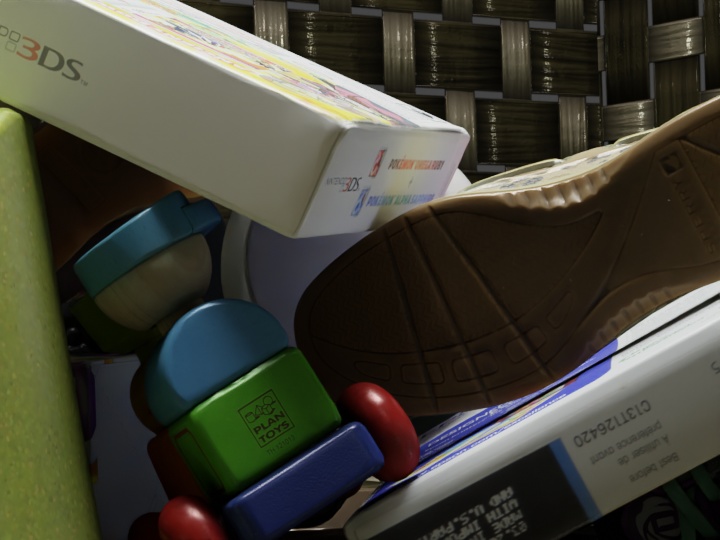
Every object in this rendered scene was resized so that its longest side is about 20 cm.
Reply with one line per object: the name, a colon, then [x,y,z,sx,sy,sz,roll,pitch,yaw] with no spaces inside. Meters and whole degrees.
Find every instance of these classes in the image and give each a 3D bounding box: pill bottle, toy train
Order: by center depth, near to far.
toy train: [-0.061,0.047,0.705,0.084,0.116,0.200,-31,-2,-18]
pill bottle: [0.000,0.000,0.890,0.119,0.120,0.200,-2,-3,0]

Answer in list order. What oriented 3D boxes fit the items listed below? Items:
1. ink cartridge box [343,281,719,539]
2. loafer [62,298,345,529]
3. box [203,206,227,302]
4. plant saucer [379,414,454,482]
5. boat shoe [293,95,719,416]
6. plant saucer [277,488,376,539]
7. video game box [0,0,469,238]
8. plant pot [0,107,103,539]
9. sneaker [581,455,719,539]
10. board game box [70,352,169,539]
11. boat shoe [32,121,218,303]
ink cartridge box: [0.099,0.043,0.718,0.197,0.047,0.200,-31,-3,8]
loafer: [-0.092,0.050,0.871,0.200,0.068,0.070,30,-12,15]
box: [-0.159,0.052,1.144,0.199,0.118,0.197,-2,-29,12]
plant saucer: [0.105,0.080,1.009,0.199,0.028,0.200,-2,-26,-1]
boat shoe: [0.074,-0.004,0.699,0.199,0.074,0.063,-21,0,14]
plant saucer: [-0.031,0.123,0.944,0.199,0.030,0.200,-1,-1,0]
video game box: [-0.074,-0.071,0.711,0.199,0.047,0.182,25,6,13]
plant pot: [-0.165,0.043,0.635,0.199,0.185,0.200,-2,-2,0]
sneaker: [0.144,0.083,0.702,0.087,0.075,0.200,-21,0,-20]
board game box: [-0.169,0.086,0.800,0.199,0.105,0.103,-3,-1,21]
boat shoe: [-0.111,-0.032,0.822,0.200,0.070,0.070,-32,-8,-35]
